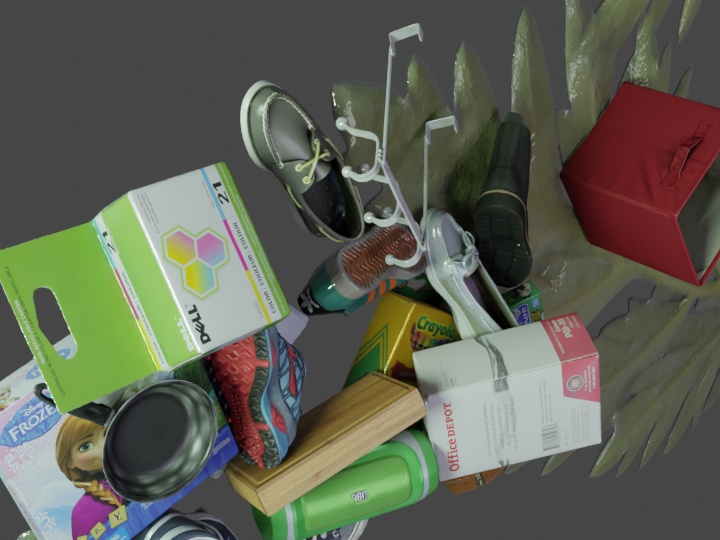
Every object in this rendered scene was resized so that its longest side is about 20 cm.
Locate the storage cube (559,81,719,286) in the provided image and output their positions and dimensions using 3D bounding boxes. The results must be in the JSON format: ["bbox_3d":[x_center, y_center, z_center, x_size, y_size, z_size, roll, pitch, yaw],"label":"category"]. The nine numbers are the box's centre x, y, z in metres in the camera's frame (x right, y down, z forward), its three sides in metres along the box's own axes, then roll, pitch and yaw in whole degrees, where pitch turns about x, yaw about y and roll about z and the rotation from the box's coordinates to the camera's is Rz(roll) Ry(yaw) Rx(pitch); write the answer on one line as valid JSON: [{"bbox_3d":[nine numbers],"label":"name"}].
[{"bbox_3d":[0.398,-0.117,1.563,0.171,0.180,0.200,-54,141,-13],"label":"storage cube"}]

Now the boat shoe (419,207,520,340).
[{"bbox_3d":[0.129,0.014,1.364,0.202,0.065,0.074,65,33,-18],"label":"boat shoe"}]

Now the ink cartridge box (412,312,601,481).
[{"bbox_3d":[0.168,0.145,1.354,0.199,0.083,0.147,-13,129,-3],"label":"ink cartridge box"}]

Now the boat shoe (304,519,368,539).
[{"bbox_3d":[-0.062,0.304,1.334,0.200,0.075,0.093,-60,150,-5],"label":"boat shoe"}]

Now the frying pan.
[{"bbox_3d":[-0.206,0.146,1.015,0.190,0.031,0.115,4,103,-41],"label":"frying pan"}]

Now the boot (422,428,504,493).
[{"bbox_3d":[0.170,0.206,1.502,0.200,0.077,0.155,-27,130,3],"label":"boot"}]

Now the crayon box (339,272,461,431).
[{"bbox_3d":[0.052,0.101,1.378,0.127,0.051,0.200,18,95,-52],"label":"crayon box"}]

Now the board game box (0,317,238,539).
[{"bbox_3d":[-0.222,0.144,1.052,0.200,0.041,0.200,-38,129,-27],"label":"board game box"}]

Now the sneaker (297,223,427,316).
[{"bbox_3d":[0.000,0.000,1.252,0.080,0.072,0.200,-34,173,29],"label":"sneaker"}]

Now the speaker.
[{"bbox_3d":[-0.017,0.235,1.299,0.199,0.088,0.089,-13,122,-22],"label":"speaker"}]

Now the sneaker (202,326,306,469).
[{"bbox_3d":[-0.099,0.093,1.156,0.096,0.079,0.200,-51,147,-46],"label":"sneaker"}]

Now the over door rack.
[{"bbox_3d":[0.034,-0.124,1.198,0.148,0.066,0.200,62,36,-47],"label":"over door rack"}]

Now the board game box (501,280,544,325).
[{"bbox_3d":[0.176,0.118,1.514,0.134,0.029,0.200,-25,133,-10],"label":"board game box"}]

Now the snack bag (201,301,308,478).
[{"bbox_3d":[-0.140,0.093,1.166,0.200,0.021,0.189,-57,142,-10],"label":"snack bag"}]

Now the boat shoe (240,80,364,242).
[{"bbox_3d":[-0.050,-0.100,1.130,0.072,0.060,0.202,-51,141,-18],"label":"boat shoe"}]

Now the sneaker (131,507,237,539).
[{"bbox_3d":[-0.160,0.285,1.178,0.070,0.108,0.200,-57,143,-8],"label":"sneaker"}]

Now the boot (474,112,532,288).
[{"bbox_3d":[0.179,-0.078,1.418,0.200,0.077,0.139,90,12,-62],"label":"boot"}]

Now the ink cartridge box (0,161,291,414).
[{"bbox_3d":[-0.176,0.012,0.972,0.200,0.076,0.148,-24,89,-42],"label":"ink cartridge box"}]

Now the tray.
[{"bbox_3d":[-0.038,0.175,1.236,0.200,0.099,0.037,-31,109,-21],"label":"tray"}]
